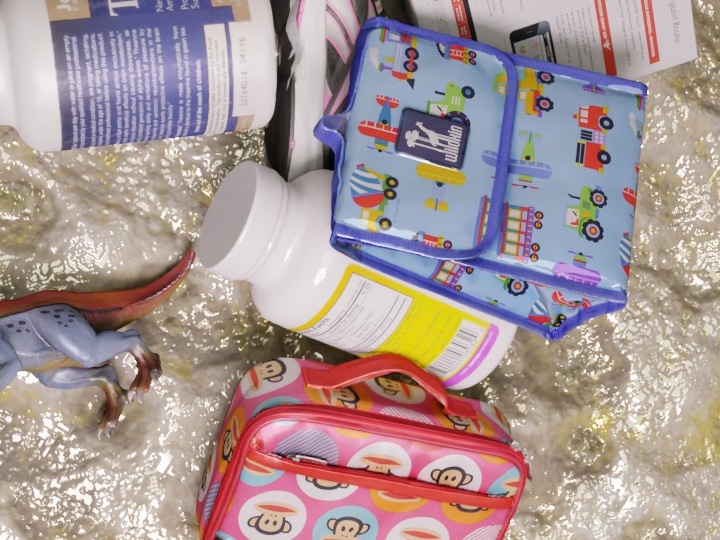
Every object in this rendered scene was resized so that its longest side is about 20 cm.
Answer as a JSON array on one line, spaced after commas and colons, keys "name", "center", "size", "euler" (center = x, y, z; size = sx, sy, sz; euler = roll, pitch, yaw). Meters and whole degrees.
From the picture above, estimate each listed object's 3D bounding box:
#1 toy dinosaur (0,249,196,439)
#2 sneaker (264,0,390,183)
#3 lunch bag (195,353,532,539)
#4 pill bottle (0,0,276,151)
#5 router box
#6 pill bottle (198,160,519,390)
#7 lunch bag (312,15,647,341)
[{"name": "toy dinosaur", "center": [-0.224, 0.044, 0.922], "size": [0.181, 0.105, 0.200], "euler": [30, 53, -20]}, {"name": "sneaker", "center": [-0.011, -0.156, 0.970], "size": [0.086, 0.080, 0.201], "euler": [1, 107, -20]}, {"name": "lunch bag", "center": [0.004, 0.134, 0.961], "size": [0.199, 0.082, 0.177], "euler": [12, 118, -17]}, {"name": "pill bottle", "center": [-0.158, -0.132, 0.906], "size": [0.199, 0.111, 0.111], "euler": [-8, 97, -14]}, {"name": "router box", "center": [0.114, -0.199, 0.941], "size": [0.179, 0.049, 0.200], "euler": [-18, 129, 0]}, {"name": "pill bottle", "center": [0.000, 0.000, 0.949], "size": [0.200, 0.104, 0.104], "euler": [23, 89, -27]}, {"name": "lunch bag", "center": [0.064, -0.062, 0.907], "size": [0.200, 0.094, 0.151], "euler": [16, 68, -18]}]
